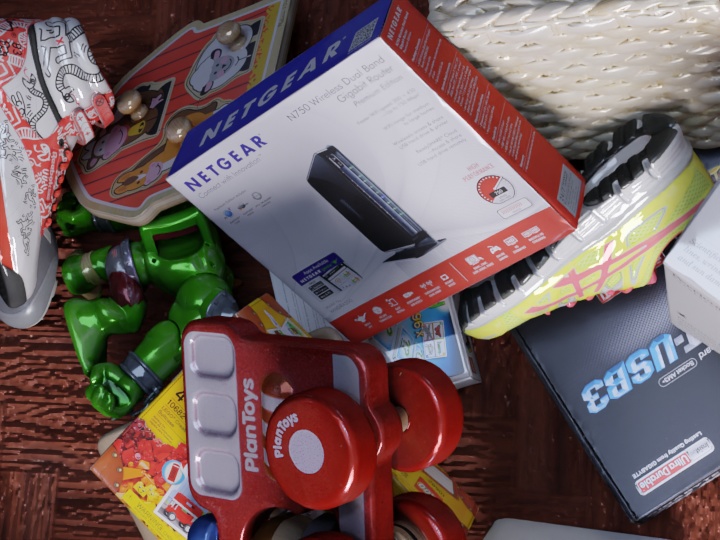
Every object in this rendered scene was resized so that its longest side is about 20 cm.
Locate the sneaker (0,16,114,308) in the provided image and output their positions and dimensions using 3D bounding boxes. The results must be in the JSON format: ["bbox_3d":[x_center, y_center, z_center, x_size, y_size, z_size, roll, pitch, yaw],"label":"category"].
[{"bbox_3d":[-0.223,-0.080,1.181,0.107,0.067,0.202,-13,99,-24],"label":"sneaker"}]

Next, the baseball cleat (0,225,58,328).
[{"bbox_3d":[-0.275,-0.059,1.234,0.069,0.106,0.201,-12,76,21],"label":"baseball cleat"}]

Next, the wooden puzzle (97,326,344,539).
[{"bbox_3d":[-0.058,0.156,1.144,0.199,0.046,0.186,-26,93,15],"label":"wooden puzzle"}]

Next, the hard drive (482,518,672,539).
[{"bbox_3d":[0.122,0.206,1.021,0.131,0.200,0.026,5,104,17],"label":"hard drive"}]

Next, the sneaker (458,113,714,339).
[{"bbox_3d":[0.148,-0.008,1.069,0.200,0.090,0.078,-38,30,27],"label":"sneaker"}]

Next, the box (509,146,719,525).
[{"bbox_3d":[0.212,0.033,1.104,0.200,0.050,0.199,-33,71,8],"label":"box"}]

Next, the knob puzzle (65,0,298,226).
[{"bbox_3d":[-0.144,-0.115,1.198,0.219,0.030,0.220,-24,41,23],"label":"knob puzzle"}]

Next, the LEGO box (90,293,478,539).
[{"bbox_3d":[-0.048,0.141,1.075,0.200,0.077,0.149,45,105,2],"label":"LEGO box"}]

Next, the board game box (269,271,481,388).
[{"bbox_3d":[0.000,0.000,1.180,0.126,0.035,0.201,-17,76,14],"label":"board game box"}]

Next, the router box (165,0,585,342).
[{"bbox_3d":[0.008,-0.057,1.046,0.200,0.179,0.049,-29,30,38],"label":"router box"}]

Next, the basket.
[{"bbox_3d":[0.162,-0.180,1.058,0.199,0.198,0.162,-4,66,22],"label":"basket"}]

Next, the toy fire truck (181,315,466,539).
[{"bbox_3d":[-0.035,0.131,0.987,0.167,0.112,0.201,5,102,37],"label":"toy fire truck"}]

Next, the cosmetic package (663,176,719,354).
[{"bbox_3d":[0.243,0.014,0.969,0.113,0.200,0.081,36,89,18],"label":"cosmetic package"}]

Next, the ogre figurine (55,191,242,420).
[{"bbox_3d":[-0.151,0.006,1.187,0.119,0.098,0.200,-22,30,7],"label":"ogre figurine"}]
